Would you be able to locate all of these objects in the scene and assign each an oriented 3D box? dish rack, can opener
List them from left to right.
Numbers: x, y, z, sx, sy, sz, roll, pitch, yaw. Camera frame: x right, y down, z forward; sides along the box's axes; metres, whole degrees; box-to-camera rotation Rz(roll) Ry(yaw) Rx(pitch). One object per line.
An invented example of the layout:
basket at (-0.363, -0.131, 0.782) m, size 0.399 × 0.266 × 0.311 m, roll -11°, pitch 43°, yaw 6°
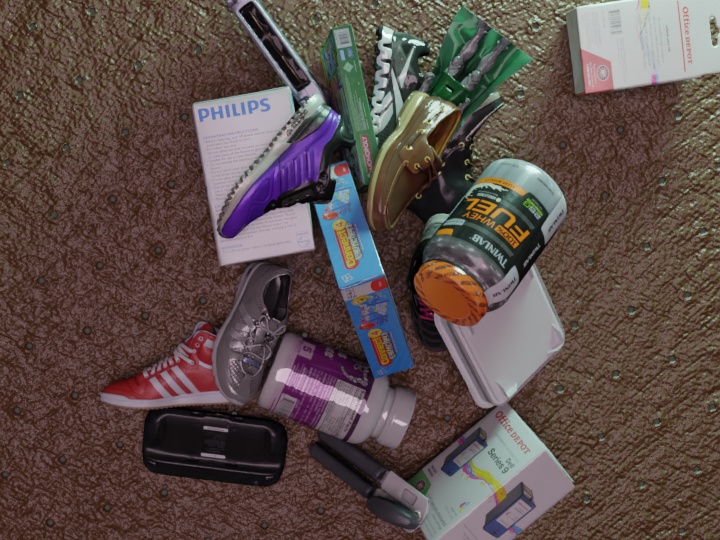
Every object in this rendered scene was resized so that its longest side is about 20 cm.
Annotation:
can opener at (0.006, 0.280, 1.411) m, size 0.200 × 0.067 × 0.053 m, roll 32°, pitch 95°, yaw 29°
dish rack at (0.197, 0.077, 1.398) m, size 0.172 × 0.044 × 0.200 m, roll -40°, pitch 121°, yaw -18°

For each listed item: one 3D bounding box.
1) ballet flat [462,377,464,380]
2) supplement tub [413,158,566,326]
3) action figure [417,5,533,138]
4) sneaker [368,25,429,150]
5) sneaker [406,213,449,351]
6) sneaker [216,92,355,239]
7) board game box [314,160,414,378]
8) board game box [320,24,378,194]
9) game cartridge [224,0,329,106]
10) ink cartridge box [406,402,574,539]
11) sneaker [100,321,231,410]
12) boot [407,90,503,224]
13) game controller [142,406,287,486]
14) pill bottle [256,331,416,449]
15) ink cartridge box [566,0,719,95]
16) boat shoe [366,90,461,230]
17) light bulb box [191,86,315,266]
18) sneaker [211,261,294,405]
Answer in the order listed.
ballet flat at (0.184, 0.064, 1.452) m, size 0.067 × 0.068 × 0.201 m, roll 3°, pitch 101°, yaw -22°
supplement tub at (0.159, -0.034, 1.302) m, size 0.122 × 0.123 × 0.200 m, roll 41°, pitch 63°, yaw -6°
action figure at (0.114, -0.228, 1.354) m, size 0.118 × 0.055 × 0.200 m, roll 40°, pitch 103°, yaw 17°
sneaker at (0.055, -0.225, 1.410) m, size 0.090 × 0.066 × 0.201 m, roll 6°, pitch 93°, yaw -1°
sneaker at (0.097, 0.028, 1.403) m, size 0.074 × 0.087 × 0.200 m, roll 12°, pitch 118°, yaw 17°
sneaker at (-0.080, -0.101, 1.219) m, size 0.099 × 0.070 × 0.200 m, roll 40°, pitch 89°, yaw -11°
board game box at (0.000, 0.000, 1.324) m, size 0.056 × 0.200 × 0.196 m, roll -19°, pitch 139°, yaw 1°
board game box at (-0.013, -0.204, 1.364) m, size 0.029 × 0.135 × 0.201 m, roll -12°, pitch 90°, yaw -9°
game cartridge at (-0.107, -0.287, 1.363) m, size 0.041 × 0.133 × 0.200 m, roll -35°, pitch 97°, yaw 9°
ink cartridge box at (0.168, 0.293, 1.419) m, size 0.200 × 0.145 × 0.088 m, roll -38°, pitch 116°, yaw 1°
sneaker at (-0.255, 0.128, 1.429) m, size 0.199 × 0.071 × 0.113 m, roll -3°, pitch 100°, yaw -10°
boot at (0.144, -0.131, 1.419) m, size 0.200 × 0.073 × 0.151 m, roll -40°, pitch 95°, yaw 6°
game controller at (-0.203, 0.244, 1.453) m, size 0.199 × 0.042 × 0.105 m, roll 8°, pitch 104°, yaw -4°
pill bottle at (-0.030, 0.168, 1.422) m, size 0.200 × 0.112 × 0.113 m, roll 22°, pitch 94°, yaw -5°
ink cartridge box at (0.388, -0.308, 1.415) m, size 0.199 × 0.068 × 0.117 m, roll -7°, pitch 96°, yaw 0°
boat shoe at (0.065, -0.134, 1.274) m, size 0.067 × 0.072 × 0.200 m, roll 14°, pitch 62°, yaw 22°
light bulb box at (-0.134, -0.120, 1.346) m, size 0.124 × 0.198 × 0.201 m, roll -10°, pitch 95°, yaw -4°
sneaker at (-0.140, 0.079, 1.389) m, size 0.075 × 0.082 × 0.201 m, roll 22°, pitch 72°, yaw -36°
